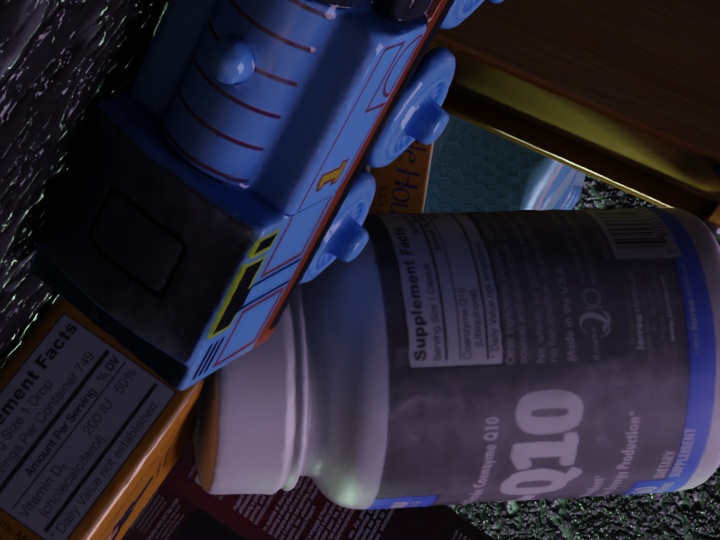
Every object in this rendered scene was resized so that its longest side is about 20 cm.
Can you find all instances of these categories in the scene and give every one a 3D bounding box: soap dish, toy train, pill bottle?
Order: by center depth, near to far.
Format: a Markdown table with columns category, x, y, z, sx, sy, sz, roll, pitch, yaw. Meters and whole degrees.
| category | x | y | z | sx | sy | sz | roll | pitch | yaw |
| --- | --- | --- | --- | --- | --- | --- | --- | --- | --- |
| toy train | -0.022 | -0.061 | 0.550 | 0.201 | 0.086 | 0.114 | -59 | 168 | 29 |
| pill bottle | 0.036 | 0.034 | 0.681 | 0.114 | 0.198 | 0.115 | 178 | -90 | -78 |
| soap dish | 0.090 | -0.089 | 0.687 | 0.082 | 0.199 | 0.157 | -65 | 172 | -5 |

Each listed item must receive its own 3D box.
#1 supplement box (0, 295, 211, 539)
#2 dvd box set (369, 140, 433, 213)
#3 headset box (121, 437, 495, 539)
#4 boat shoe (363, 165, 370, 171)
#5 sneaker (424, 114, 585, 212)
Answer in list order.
| category | x | y | z | sx | sy | sz | roll | pitch | yaw |
| --- | --- | --- | --- | --- | --- | --- | --- | --- | --- |
| supplement box | -0.133 | 0.104 | 0.605 | 0.200 | 0.069 | 0.067 | -52 | 174 | -26 |
| dvd box set | 0.000 | 0.000 | 0.834 | 0.146 | 0.029 | 0.202 | 120 | -19 | -64 |
| headset box | -0.033 | 0.141 | 0.769 | 0.149 | 0.199 | 0.075 | -52 | -176 | 48 |
| boat shoe | -0.030 | -0.008 | 0.765 | 0.062 | 0.072 | 0.201 | -48 | 167 | -40 |
| sneaker | 0.096 | -0.089 | 0.885 | 0.201 | 0.079 | 0.130 | -56 | 170 | 26 |
